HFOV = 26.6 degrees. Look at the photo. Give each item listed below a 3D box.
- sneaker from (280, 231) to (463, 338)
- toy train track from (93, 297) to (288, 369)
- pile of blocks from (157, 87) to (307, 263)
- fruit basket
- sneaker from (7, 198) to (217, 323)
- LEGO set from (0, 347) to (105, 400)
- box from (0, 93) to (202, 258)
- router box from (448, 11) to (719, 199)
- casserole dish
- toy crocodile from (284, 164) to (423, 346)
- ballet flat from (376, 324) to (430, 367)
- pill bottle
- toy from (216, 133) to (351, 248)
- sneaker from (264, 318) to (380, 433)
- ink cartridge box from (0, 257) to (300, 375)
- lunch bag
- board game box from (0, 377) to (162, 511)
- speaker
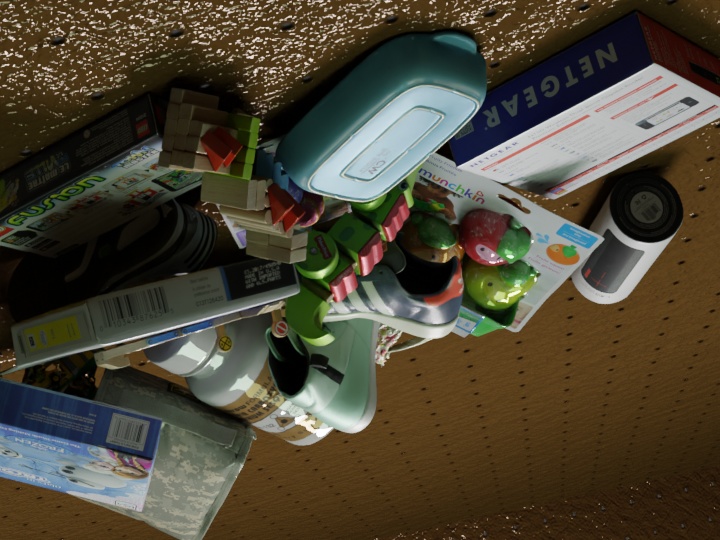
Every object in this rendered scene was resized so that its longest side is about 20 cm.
[{"bbox_3d":[0.000,0.000,1.391,0.197,0.076,0.085,8,131,-8],"label":"sneaker"},{"bbox_3d":[-0.132,0.059,1.307,0.198,0.033,0.114,-16,-178,-30],"label":"toy train track"},{"bbox_3d":[-0.078,-0.072,1.169,0.061,0.083,0.200,12,159,30],"label":"pile of blocks"},{"bbox_3d":[0.106,-0.018,1.433,0.183,0.095,0.200,26,153,-7],"label":"fruit basket"},{"bbox_3d":[-0.209,0.003,1.344,0.199,0.077,0.115,-26,158,23],"label":"sneaker"},{"bbox_3d":[-0.343,0.099,1.527,0.154,0.116,0.200,-42,173,-16],"label":"LEGO set"},{"bbox_3d":[-0.206,-0.070,1.197,0.198,0.035,0.110,-24,160,24],"label":"box"},{"bbox_3d":[0.201,-0.136,1.316,0.198,0.049,0.179,-26,159,30],"label":"router box"},{"bbox_3d":[0.020,-0.113,1.208,0.120,0.039,0.200,10,142,-44],"label":"casserole dish"},{"bbox_3d":[-0.002,-0.027,1.310,0.201,0.061,0.068,-53,159,-18],"label":"toy crocodile"},{"bbox_3d":[0.076,0.038,1.663,0.199,0.064,0.076,-34,-178,25],"label":"ballet flat"},{"bbox_3d":[-0.109,0.085,1.484,0.114,0.116,0.199,-28,137,35],"label":"pill bottle"},{"bbox_3d":[-0.067,-0.056,1.333,0.114,0.048,0.200,-18,163,1],"label":"toy"},{"bbox_3d":[-0.039,0.042,1.433,0.073,0.203,0.118,-22,148,29],"label":"sneaker"},{"bbox_3d":[-0.183,0.034,1.267,0.196,0.048,0.199,-16,-177,-38],"label":"ink cartridge box"},{"bbox_3d":[-0.202,0.175,1.537,0.162,0.119,0.200,23,148,-8],"label":"lunch bag"},{"bbox_3d":[-0.283,0.155,1.372,0.197,0.044,0.199,15,158,-5],"label":"board game box"},{"bbox_3d":[0.285,-0.032,1.649,0.080,0.082,0.200,-12,162,-9],"label":"speaker"}]
